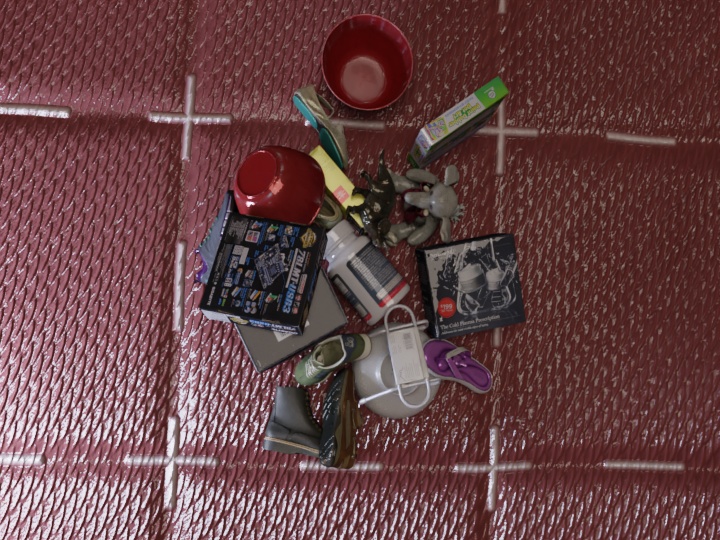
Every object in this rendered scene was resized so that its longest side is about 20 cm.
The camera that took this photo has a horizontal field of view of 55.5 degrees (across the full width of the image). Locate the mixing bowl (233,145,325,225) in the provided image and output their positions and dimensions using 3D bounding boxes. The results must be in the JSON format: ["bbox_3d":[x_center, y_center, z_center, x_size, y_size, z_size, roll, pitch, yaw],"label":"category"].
[{"bbox_3d":[-0.179,-0.170,1.362,0.195,0.108,0.206,-11,66,24],"label":"mixing bowl"}]

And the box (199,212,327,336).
[{"bbox_3d":[-0.175,0.003,1.257,0.192,0.050,0.206,9,66,9],"label":"box"}]

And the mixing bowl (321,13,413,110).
[{"bbox_3d":[0.011,-0.428,1.471,0.193,0.108,0.207,0,84,-4],"label":"mixing bowl"}]

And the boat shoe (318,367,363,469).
[{"bbox_3d":[-0.034,0.302,1.381,0.072,0.075,0.205,23,57,-23],"label":"boat shoe"}]

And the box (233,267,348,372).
[{"bbox_3d":[-0.136,0.102,1.359,0.196,0.198,0.126,-28,88,-7],"label":"box"}]

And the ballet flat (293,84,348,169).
[{"bbox_3d":[-0.070,-0.316,1.476,0.062,0.067,0.203,-33,88,-17],"label":"ballet flat"}]

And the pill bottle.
[{"bbox_3d":[0.000,0.000,1.423,0.119,0.120,0.201,-40,89,-8],"label":"pill bottle"}]

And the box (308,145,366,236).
[{"bbox_3d":[-0.041,-0.168,1.459,0.050,0.075,0.201,-40,90,-7],"label":"box"}]

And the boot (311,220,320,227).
[{"bbox_3d":[-0.162,-0.014,1.390,0.195,0.168,0.073,-22,129,4],"label":"boot"}]

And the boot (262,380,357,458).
[{"bbox_3d":[-0.095,0.312,1.411,0.193,0.078,0.143,11,75,-9],"label":"boot"}]

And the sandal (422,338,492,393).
[{"bbox_3d":[0.209,0.193,1.425,0.199,0.049,0.085,25,59,-28],"label":"sandal"}]

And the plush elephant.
[{"bbox_3d":[0.140,-0.140,1.430,0.193,0.155,0.171,3,84,-4],"label":"plush elephant"}]

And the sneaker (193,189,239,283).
[{"bbox_3d":[-0.303,-0.069,1.426,0.084,0.074,0.207,5,84,2],"label":"sneaker"}]

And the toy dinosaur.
[{"bbox_3d":[0.032,-0.141,1.401,0.100,0.077,0.206,18,75,-17],"label":"toy dinosaur"}]

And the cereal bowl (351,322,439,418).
[{"bbox_3d":[0.079,0.209,1.429,0.193,0.083,0.207,1,83,-6],"label":"cereal bowl"}]

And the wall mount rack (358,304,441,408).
[{"bbox_3d":[0.066,0.179,1.350,0.168,0.075,0.206,-12,72,1],"label":"wall mount rack"}]

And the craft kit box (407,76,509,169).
[{"bbox_3d":[0.198,-0.299,1.432,0.197,0.198,0.049,-35,89,-8],"label":"craft kit box"}]

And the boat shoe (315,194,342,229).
[{"bbox_3d":[-0.124,-0.161,1.445,0.199,0.063,0.074,38,84,11],"label":"boat shoe"}]

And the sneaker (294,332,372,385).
[{"bbox_3d":[-0.076,0.174,1.367,0.197,0.089,0.069,-29,67,29],"label":"sneaker"}]

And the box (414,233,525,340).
[{"bbox_3d":[0.228,0.030,1.436,0.193,0.104,0.188,-11,94,-6],"label":"box"}]
